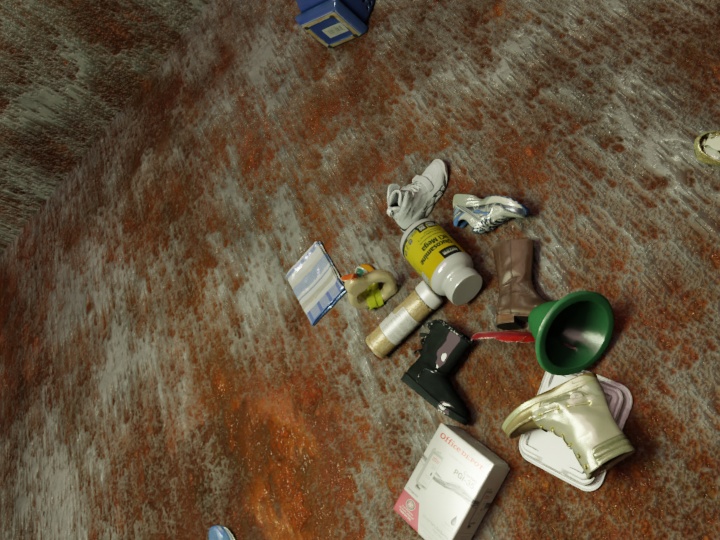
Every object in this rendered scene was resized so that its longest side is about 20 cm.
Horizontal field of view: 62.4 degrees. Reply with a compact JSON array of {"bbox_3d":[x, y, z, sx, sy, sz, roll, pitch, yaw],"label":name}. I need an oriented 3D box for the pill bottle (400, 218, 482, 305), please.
[{"bbox_3d":[0.183,-0.019,1.344,0.113,0.112,0.201,-48,50,11],"label":"pill bottle"}]

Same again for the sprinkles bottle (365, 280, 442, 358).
[{"bbox_3d":[0.100,0.115,1.381,0.200,0.068,0.069,-46,50,13],"label":"sprinkles bottle"}]

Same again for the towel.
[{"bbox_3d":[-0.125,0.031,1.626,0.147,0.024,0.201,-45,50,15],"label":"towel"}]

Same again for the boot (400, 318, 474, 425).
[{"bbox_3d":[0.188,0.210,1.272,0.197,0.073,0.164,32,89,42],"label":"boot"}]

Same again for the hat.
[{"bbox_3d":[0.351,0.089,1.145,0.176,0.195,0.170,-137,49,-62],"label":"hat"}]

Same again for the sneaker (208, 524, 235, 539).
[{"bbox_3d":[-0.352,0.730,1.458,0.078,0.089,0.203,-30,55,23],"label":"sneaker"}]

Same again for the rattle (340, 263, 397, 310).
[{"bbox_3d":[0.000,0.000,1.422,0.128,0.199,0.146,-23,58,28],"label":"rattle"}]

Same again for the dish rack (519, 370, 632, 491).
[{"bbox_3d":[0.388,0.280,1.099,0.170,0.043,0.204,19,84,41],"label":"dish rack"}]

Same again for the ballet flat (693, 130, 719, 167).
[{"bbox_3d":[0.690,-0.201,1.053,0.199,0.070,0.072,34,92,42],"label":"ballet flat"}]

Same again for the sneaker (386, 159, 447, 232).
[{"bbox_3d":[0.137,-0.197,1.456,0.075,0.114,0.203,30,90,41],"label":"sneaker"}]

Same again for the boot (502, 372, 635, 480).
[{"bbox_3d":[0.358,0.292,1.044,0.198,0.072,0.157,-35,55,22],"label":"boot"}]

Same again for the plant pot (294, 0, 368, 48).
[{"bbox_3d":[-0.084,-0.826,1.857,0.197,0.198,0.184,-6,74,36],"label":"plant pot"}]

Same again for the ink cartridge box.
[{"bbox_3d":[0.178,0.428,1.173,0.145,0.082,0.203,30,91,42],"label":"ink cartridge box"}]

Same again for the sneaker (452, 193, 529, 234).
[{"bbox_3d":[0.290,-0.120,1.341,0.198,0.076,0.087,10,87,48],"label":"sneaker"}]

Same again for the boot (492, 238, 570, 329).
[{"bbox_3d":[0.360,0.011,1.231,0.183,0.064,0.204,-11,60,32],"label":"boot"}]
